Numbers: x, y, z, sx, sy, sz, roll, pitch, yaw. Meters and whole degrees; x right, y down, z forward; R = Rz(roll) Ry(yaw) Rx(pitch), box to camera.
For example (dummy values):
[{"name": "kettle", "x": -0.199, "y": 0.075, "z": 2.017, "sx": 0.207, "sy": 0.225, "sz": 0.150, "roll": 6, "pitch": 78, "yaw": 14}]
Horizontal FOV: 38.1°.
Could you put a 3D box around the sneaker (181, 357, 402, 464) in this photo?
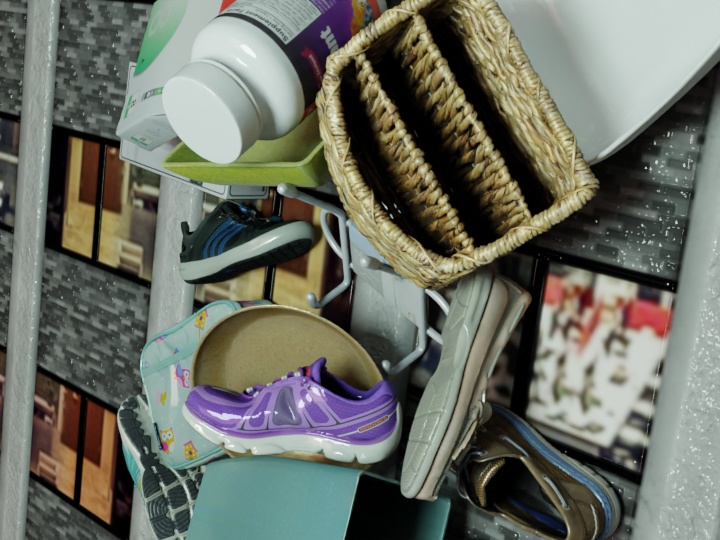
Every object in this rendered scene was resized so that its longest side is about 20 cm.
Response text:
[{"name": "sneaker", "x": -0.060, "y": 0.117, "z": 0.936, "sx": 0.198, "sy": 0.081, "sz": 0.084, "roll": 3, "pitch": 103, "yaw": 7}]

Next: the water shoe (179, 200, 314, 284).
[{"name": "water shoe", "x": -0.131, "y": -0.039, "z": 1.095, "sx": 0.199, "sy": 0.071, "sz": 0.080, "roll": -16, "pitch": 80, "yaw": 42}]

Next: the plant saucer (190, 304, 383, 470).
[{"name": "plant saucer", "x": -0.063, "y": 0.114, "z": 0.986, "sx": 0.199, "sy": 0.035, "sz": 0.202, "roll": 8, "pitch": 118, "yaw": 15}]

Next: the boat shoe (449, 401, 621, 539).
[{"name": "boat shoe", "x": 0.118, "y": 0.165, "z": 0.876, "sx": 0.199, "sy": 0.072, "sz": 0.073, "roll": 23, "pitch": 109, "yaw": 40}]

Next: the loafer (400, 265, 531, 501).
[{"name": "loafer", "x": 0.090, "y": 0.096, "z": 0.856, "sx": 0.072, "sy": 0.062, "sz": 0.201, "roll": 152, "pitch": 138, "yaw": -73}]

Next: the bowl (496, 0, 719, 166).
[{"name": "bowl", "x": 0.186, "y": -0.202, "z": 0.768, "sx": 0.201, "sy": 0.074, "sz": 0.200, "roll": 61, "pitch": 138, "yaw": 18}]

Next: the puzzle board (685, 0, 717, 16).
[{"name": "puzzle board", "x": 0.251, "y": -0.310, "z": 0.748, "sx": 0.151, "sy": 0.017, "sz": 0.201, "roll": -41, "pitch": 69, "yaw": 38}]

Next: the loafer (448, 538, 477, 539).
[{"name": "loafer", "x": 0.054, "y": 0.313, "z": 0.965, "sx": 0.072, "sy": 0.073, "sz": 0.200, "roll": 43, "pitch": 122, "yaw": -14}]

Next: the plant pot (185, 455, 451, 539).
[{"name": "plant pot", "x": -0.052, "y": 0.237, "z": 0.917, "sx": 0.199, "sy": 0.141, "sz": 0.142, "roll": 6, "pitch": 76, "yaw": 39}]

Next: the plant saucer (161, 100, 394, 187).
[{"name": "plant saucer", "x": -0.056, "y": -0.139, "z": 0.969, "sx": 0.199, "sy": 0.200, "sz": 0.048, "roll": 6, "pitch": 135, "yaw": 42}]

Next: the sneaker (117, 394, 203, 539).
[{"name": "sneaker", "x": -0.233, "y": 0.243, "z": 1.228, "sx": 0.201, "sy": 0.077, "sz": 0.080, "roll": 65, "pitch": 149, "yaw": 24}]

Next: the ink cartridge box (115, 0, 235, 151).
[{"name": "ink cartridge box", "x": -0.162, "y": -0.218, "z": 1.020, "sx": 0.199, "sy": 0.050, "sz": 0.162, "roll": -16, "pitch": 57, "yaw": 54}]

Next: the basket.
[{"name": "basket", "x": 0.056, "y": -0.097, "z": 0.796, "sx": 0.201, "sy": 0.142, "sz": 0.149, "roll": 62, "pitch": 164, "yaw": 3}]

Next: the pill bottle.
[{"name": "pill bottle", "x": -0.072, "y": -0.181, "z": 0.883, "sx": 0.111, "sy": 0.200, "sz": 0.112, "roll": 27, "pitch": 144, "yaw": 21}]

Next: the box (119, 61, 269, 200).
[{"name": "box", "x": -0.178, "y": -0.156, "z": 1.137, "sx": 0.199, "sy": 0.060, "sz": 0.118, "roll": 23, "pitch": 109, "yaw": 40}]

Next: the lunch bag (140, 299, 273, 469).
[{"name": "lunch bag", "x": -0.158, "y": 0.120, "z": 1.127, "sx": 0.199, "sy": 0.077, "sz": 0.161, "roll": -27, "pitch": 76, "yaw": 39}]

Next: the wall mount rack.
[{"name": "wall mount rack", "x": 0.000, "y": 0.000, "z": 0.934, "sx": 0.200, "sy": 0.074, "sz": 0.174, "roll": 40, "pitch": 153, "yaw": 34}]
